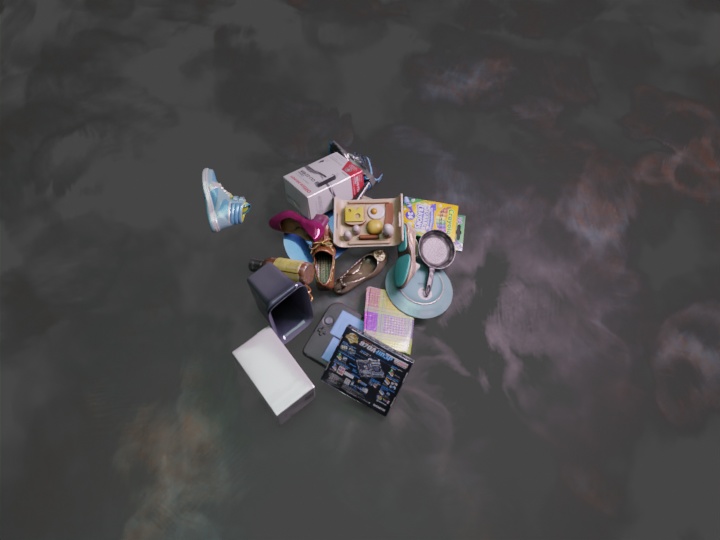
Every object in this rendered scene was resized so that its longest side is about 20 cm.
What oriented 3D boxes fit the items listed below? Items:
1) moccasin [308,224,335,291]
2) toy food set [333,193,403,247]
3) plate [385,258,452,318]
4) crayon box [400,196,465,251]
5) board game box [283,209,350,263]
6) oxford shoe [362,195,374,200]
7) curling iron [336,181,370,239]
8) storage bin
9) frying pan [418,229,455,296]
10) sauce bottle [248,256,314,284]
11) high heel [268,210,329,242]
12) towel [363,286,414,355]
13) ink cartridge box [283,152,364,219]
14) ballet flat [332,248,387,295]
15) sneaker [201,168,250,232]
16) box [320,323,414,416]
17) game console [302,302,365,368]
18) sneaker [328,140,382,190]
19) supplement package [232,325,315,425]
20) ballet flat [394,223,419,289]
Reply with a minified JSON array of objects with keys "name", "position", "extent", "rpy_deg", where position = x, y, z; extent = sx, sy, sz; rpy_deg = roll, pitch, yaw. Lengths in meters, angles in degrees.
[{"name":"moccasin","position":[-0.107,-0.047,1.666],"extent":[0.072,0.078,0.205],"rpy_deg":[2,71,0]},{"name":"toy food set","position":[0.022,-0.145,1.680],"extent":[0.196,0.061,0.146],"rpy_deg":[-1,72,2]},{"name":"plate","position":[0.169,0.043,1.688],"extent":[0.196,0.026,0.203],"rpy_deg":[6,55,-8]},{"name":"crayon box","position":[0.217,-0.139,1.781],"extent":[0.196,0.052,0.128],"rpy_deg":[10,65,0]},{"name":"board game box","position":[-0.123,-0.085,1.742],"extent":[0.199,0.039,0.158],"rpy_deg":[-40,78,-14]},{"name":"oxford shoe","position":[0.025,-0.195,1.781],"extent":[0.197,0.074,0.072],"rpy_deg":[23,68,8]},{"name":"curling iron","position":[-0.021,-0.172,1.737],"extent":[0.049,0.026,0.202],"rpy_deg":[24,75,11]},{"name":"storage bin","position":[-0.212,0.073,1.581],"extent":[0.145,0.201,0.134],"rpy_deg":[-38,63,-18]},{"name":"frying pan","position":[0.221,-0.023,1.698],"extent":[0.113,0.031,0.194],"rpy_deg":[-3,79,-16]},{"name":"sauce bottle","position":[-0.222,-0.005,1.649],"extent":[0.197,0.066,0.067],"rpy_deg":[11,62,28]},{"name":"high heel","position":[-0.187,-0.116,1.655],"extent":[0.197,0.068,0.097],"rpy_deg":[-3,39,29]},{"name":"towel","position":[0.078,0.134,1.634],"extent":[0.141,0.023,0.202],"rpy_deg":[10,52,-6]},{"name":"ink cartridge box","position":[-0.109,-0.252,1.759],"extent":[0.198,0.085,0.144],"rpy_deg":[-30,47,-22]},{"name":"ballet flat","position":[0.000,0.000,1.703],"extent":[0.199,0.047,0.068],"rpy_deg":[-35,72,-18]},{"name":"sneaker","position":[-0.395,-0.216,1.763],"extent":[0.128,0.080,0.203],"rpy_deg":[-12,76,-7]},{"name":"box","position":[0.017,0.256,1.538],"extent":[0.198,0.046,0.161],"rpy_deg":[27,97,6]},{"name":"game console","position":[-0.033,0.198,1.617],"extent":[0.198,0.031,0.178],"rpy_deg":[29,66,10]},{"name":"sneaker","position":[-0.018,-0.334,1.856],"extent":[0.200,0.073,0.082],"rpy_deg":[45,53,10]},{"name":"supplement package","position":[-0.219,0.268,1.520],"extent":[0.119,0.122,0.201],"rpy_deg":[-35,72,-18]},{"name":"ballet flat","position":[0.137,-0.037,1.677],"extent":[0.067,0.068,0.203],"rpy_deg":[22,63,-37]}]
